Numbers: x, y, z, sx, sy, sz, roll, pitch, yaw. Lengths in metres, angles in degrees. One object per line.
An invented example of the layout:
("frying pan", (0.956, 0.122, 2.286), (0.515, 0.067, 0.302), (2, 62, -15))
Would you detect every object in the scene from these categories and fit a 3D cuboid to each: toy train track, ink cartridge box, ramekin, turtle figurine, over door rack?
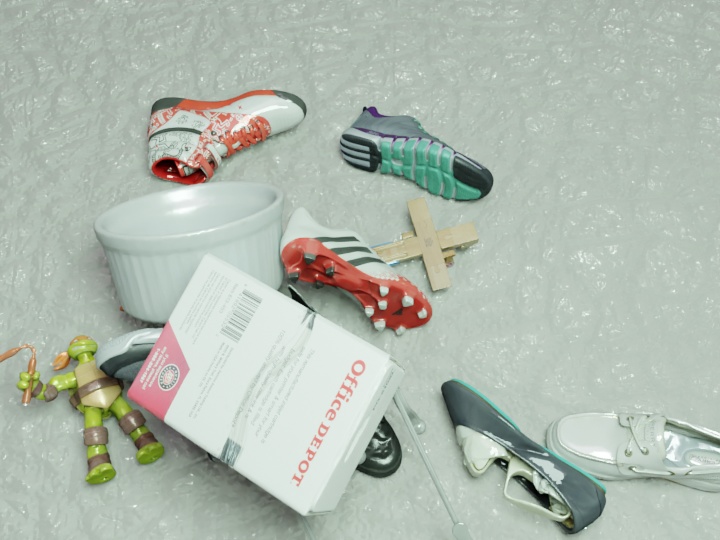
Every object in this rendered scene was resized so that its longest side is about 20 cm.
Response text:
("toy train track", (0.039, -0.016, 0.997), (0.196, 0.033, 0.117), (-14, 67, -3))
("ink cartridge box", (-0.080, 0.099, 0.756), (0.198, 0.084, 0.146), (27, 84, 20))
("ramekin", (-0.172, -0.021, 0.906), (0.196, 0.100, 0.201), (-5, 19, 2))
("turtle figurine", (-0.275, 0.131, 0.875), (0.197, 0.065, 0.163), (-13, 66, -35))
("over door rack", (0.004, 0.203, 0.807), (0.146, 0.067, 0.203), (-26, 80, 7))

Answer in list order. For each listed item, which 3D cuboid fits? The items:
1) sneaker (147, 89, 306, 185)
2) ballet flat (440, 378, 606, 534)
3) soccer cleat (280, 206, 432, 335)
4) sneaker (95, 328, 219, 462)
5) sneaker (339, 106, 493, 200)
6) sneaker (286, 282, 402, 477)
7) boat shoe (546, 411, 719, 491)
("sneaker", (-0.164, -0.158, 1.057), (0.197, 0.068, 0.110), (-2, 60, 2))
("ballet flat", (0.149, 0.188, 0.853), (0.199, 0.073, 0.073), (36, 64, 16))
("soccer cleat", (0.000, 0.000, 0.921), (0.198, 0.069, 0.086), (26, 41, -28))
("sneaker", (-0.163, 0.125, 0.854), (0.197, 0.075, 0.116), (8, 60, -26))
("sneaker", (0.077, -0.155, 1.057), (0.197, 0.075, 0.088), (20, 55, 12))
("sneaker", (-0.026, 0.113, 0.872), (0.059, 0.105, 0.200), (-31, 64, -19))
("boat shoe", (0.289, 0.171, 0.864), (0.196, 0.070, 0.072), (6, 60, 3))
